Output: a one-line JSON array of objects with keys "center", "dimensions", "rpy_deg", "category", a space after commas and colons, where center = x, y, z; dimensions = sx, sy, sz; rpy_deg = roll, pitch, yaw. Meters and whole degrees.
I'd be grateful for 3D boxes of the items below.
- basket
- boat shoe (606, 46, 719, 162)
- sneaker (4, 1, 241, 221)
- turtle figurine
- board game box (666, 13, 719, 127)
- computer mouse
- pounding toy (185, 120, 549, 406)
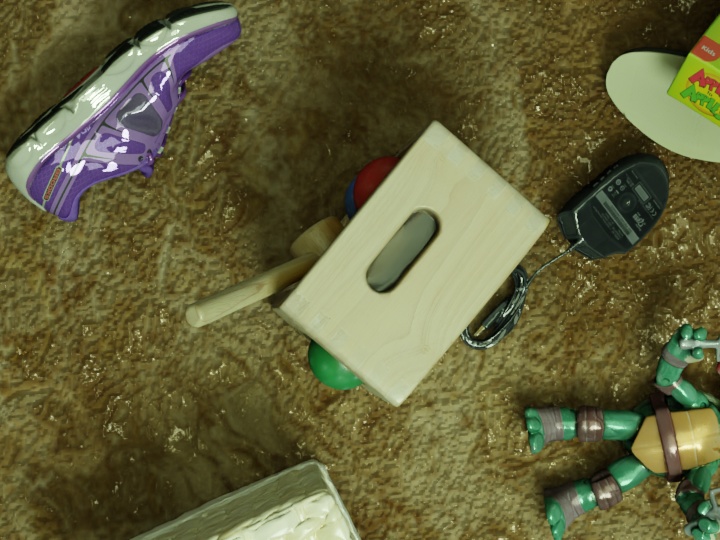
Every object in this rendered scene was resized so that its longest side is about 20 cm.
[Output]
[{"center": [-0.069, 0.258, 0.891], "dimensions": [0.199, 0.161, 0.199], "rpy_deg": [-24, 90, -8], "category": "basket"}, {"center": [0.282, -0.122, 0.992], "dimensions": [0.200, 0.063, 0.074], "rpy_deg": [19, 129, 6], "category": "boat shoe"}, {"center": [-0.159, -0.115, 0.946], "dimensions": [0.200, 0.081, 0.084], "rpy_deg": [-41, 109, 1], "category": "sneaker"}, {"center": [0.225, 0.125, 0.958], "dimensions": [0.199, 0.101, 0.151], "rpy_deg": [-15, 75, 9], "category": "turtle figurine"}, {"center": [0.316, -0.174, 0.953], "dimensions": [0.101, 0.048, 0.200], "rpy_deg": [35, 61, 11], "category": "board game box"}, {"center": [0.150, -0.015, 0.991], "dimensions": [0.200, 0.034, 0.059], "rpy_deg": [-39, 109, -1], "category": "computer mouse"}, {"center": [0.000, 0.000, 0.892], "dimensions": [0.142, 0.184, 0.200], "rpy_deg": [41, 85, -3], "category": "pounding toy"}]
